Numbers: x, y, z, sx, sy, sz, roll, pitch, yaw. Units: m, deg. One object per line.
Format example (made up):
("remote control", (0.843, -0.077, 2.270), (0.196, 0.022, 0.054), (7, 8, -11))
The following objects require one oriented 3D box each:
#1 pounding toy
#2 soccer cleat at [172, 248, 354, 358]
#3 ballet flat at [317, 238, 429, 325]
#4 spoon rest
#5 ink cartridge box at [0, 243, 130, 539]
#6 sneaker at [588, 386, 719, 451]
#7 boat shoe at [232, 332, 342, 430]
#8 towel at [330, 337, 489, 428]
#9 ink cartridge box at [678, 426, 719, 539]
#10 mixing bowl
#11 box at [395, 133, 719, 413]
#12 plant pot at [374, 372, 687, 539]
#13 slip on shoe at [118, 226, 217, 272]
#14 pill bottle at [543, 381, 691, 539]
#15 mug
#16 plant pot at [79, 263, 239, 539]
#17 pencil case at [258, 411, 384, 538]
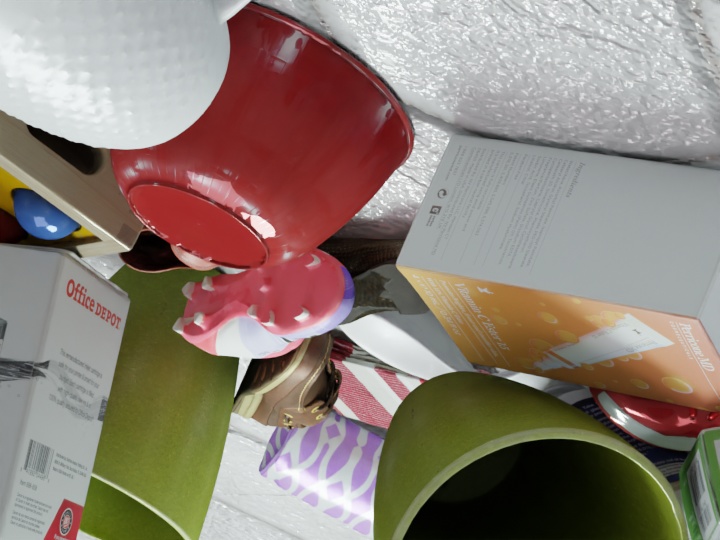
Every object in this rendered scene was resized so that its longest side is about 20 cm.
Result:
("pounding toy", (-0.262, -0.083, 1.515), (0.200, 0.142, 0.184), (37, 155, -29))
("soccer cleat", (-0.054, 0.027, 1.575), (0.076, 0.067, 0.200), (22, 160, -32))
("ballet flat", (0.000, 0.000, 1.566), (0.200, 0.046, 0.067), (-3, 125, 55))
("spoon rest", (0.064, 0.055, 1.595), (0.200, 0.061, 0.099), (3, 149, 42))
("ink cartridge box", (-0.236, 0.091, 1.552), (0.084, 0.200, 0.144), (9, 168, 15))
("sneaker", (0.253, 0.077, 1.453), (0.200, 0.079, 0.116), (20, 152, -20))
("boat shoe", (-0.045, 0.079, 1.708), (0.067, 0.072, 0.200), (25, 162, -6))
("towel", (0.041, 0.100, 1.776), (0.200, 0.023, 0.144), (12, 157, 33))
("ink cartridge box", (0.297, 0.118, 1.348), (0.200, 0.059, 0.104), (-10, 162, -2))
("mixing bowl", (-0.079, -0.071, 1.397), (0.200, 0.109, 0.200), (22, 158, 10))
("box", (0.143, 0.002, 1.340), (0.200, 0.098, 0.124), (10, 154, 32))
("plant pot", (0.084, 0.143, 1.414), (0.187, 0.187, 0.200), (34, -170, -22))
("slip on shoe", (-0.101, -0.029, 1.579), (0.200, 0.061, 0.074), (-4, 143, 48))
("pill bottle", (0.168, 0.149, 1.538), (0.111, 0.111, 0.200), (44, 180, -40))
("mug", (-0.138, -0.159, 1.242), (0.200, 0.148, 0.175), (-26, 139, 24))
("plant pot", (-0.170, 0.090, 1.734), (0.187, 0.200, 0.187), (22, 159, 9))
("pencil case", (0.009, 0.177, 1.909), (0.200, 0.084, 0.086), (31, -167, -9))
